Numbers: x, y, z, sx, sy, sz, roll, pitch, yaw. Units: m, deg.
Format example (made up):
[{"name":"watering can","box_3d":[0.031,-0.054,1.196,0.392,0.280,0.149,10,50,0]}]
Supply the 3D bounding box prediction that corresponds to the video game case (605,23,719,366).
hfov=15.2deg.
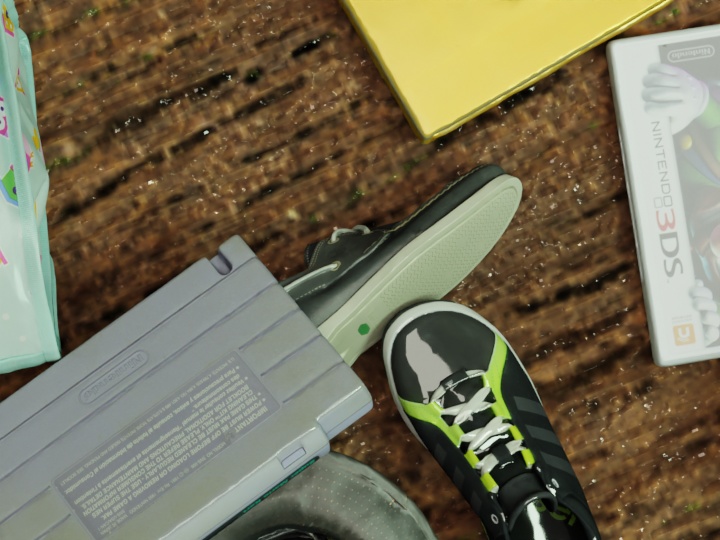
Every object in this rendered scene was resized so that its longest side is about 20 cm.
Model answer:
[{"name":"video game case","box_3d":[0.247,-0.052,1.500,0.199,0.023,0.183,-9,88,-3]}]

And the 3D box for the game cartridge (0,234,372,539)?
[{"name":"game cartridge","box_3d":[-0.106,0.084,1.394,0.200,0.038,0.130,-35,62,-9]}]

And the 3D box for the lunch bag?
[{"name":"lunch bag","box_3d":[-0.248,-0.033,1.430,0.169,0.122,0.201,-8,82,-4]}]

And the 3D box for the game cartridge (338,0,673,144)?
[{"name":"game cartridge","box_3d":[0.060,-0.198,1.493,0.176,0.032,0.201,-29,85,-3]}]

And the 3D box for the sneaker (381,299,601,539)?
[{"name":"sneaker","box_3d":[0.084,0.103,1.445,0.072,0.083,0.201,-33,98,-8]}]

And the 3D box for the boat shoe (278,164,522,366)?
[{"name":"boat shoe","box_3d":[0.000,0.000,1.466,0.200,0.072,0.068,-37,64,-9]}]

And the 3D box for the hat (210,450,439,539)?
[{"name":"hat","box_3d":[-0.046,0.193,1.450,0.199,0.081,0.202,0,87,-8]}]
